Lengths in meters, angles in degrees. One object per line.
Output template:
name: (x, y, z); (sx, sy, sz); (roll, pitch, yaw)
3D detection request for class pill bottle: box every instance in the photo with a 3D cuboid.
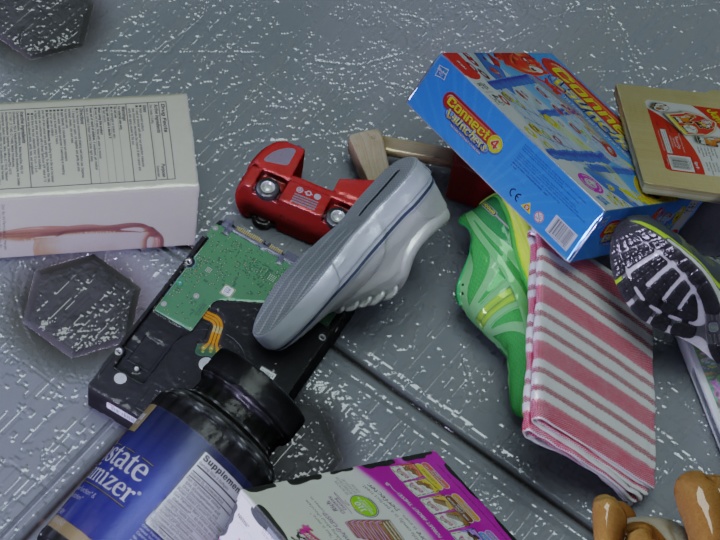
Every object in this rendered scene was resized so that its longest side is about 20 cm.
pill bottle: (-0.135, 0.159, 1.535); (0.112, 0.112, 0.200); (36, 74, 16)

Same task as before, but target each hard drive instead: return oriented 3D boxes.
hard drive: (-0.108, 0.062, 1.675); (0.139, 0.038, 0.201); (28, 58, 11)

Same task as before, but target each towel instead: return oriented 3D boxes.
towel: (0.180, 0.073, 1.670); (0.146, 0.030, 0.201); (34, 45, -33)

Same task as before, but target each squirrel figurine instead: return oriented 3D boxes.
squirrel figurine: (0.271, 0.246, 1.533); (0.185, 0.142, 0.202); (-5, 73, 10)

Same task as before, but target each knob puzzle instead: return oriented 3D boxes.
knob puzzle: (0.323, -0.095, 1.787); (0.218, 0.031, 0.220); (8, 31, -5)

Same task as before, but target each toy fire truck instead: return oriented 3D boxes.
toy fire truck: (0.008, -0.073, 1.776); (0.199, 0.049, 0.142); (23, 56, 8)

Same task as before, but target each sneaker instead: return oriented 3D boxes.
sneaker: (0.277, 0.016, 1.696); (0.200, 0.074, 0.081); (38, 35, -23)
sneaker: (0.000, 0.000, 1.668); (0.200, 0.073, 0.071); (-46, 111, -14)
sneaker: (0.124, 0.032, 1.719); (0.083, 0.074, 0.202); (-19, 64, 26)

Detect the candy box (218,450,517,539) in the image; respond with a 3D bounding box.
candy box: (0.014, 0.209, 1.521); (0.199, 0.061, 0.136); (-5, 40, -43)

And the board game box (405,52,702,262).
board game box: (0.166, -0.100, 1.751); (0.200, 0.056, 0.195); (46, 27, 20)

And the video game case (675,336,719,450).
video game case: (0.354, 0.110, 1.721); (0.142, 0.018, 0.201); (-9, 58, -14)

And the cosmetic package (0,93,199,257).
cosmetic package: (-0.237, -0.077, 1.720); (0.198, 0.088, 0.104); (-3, 56, -9)
